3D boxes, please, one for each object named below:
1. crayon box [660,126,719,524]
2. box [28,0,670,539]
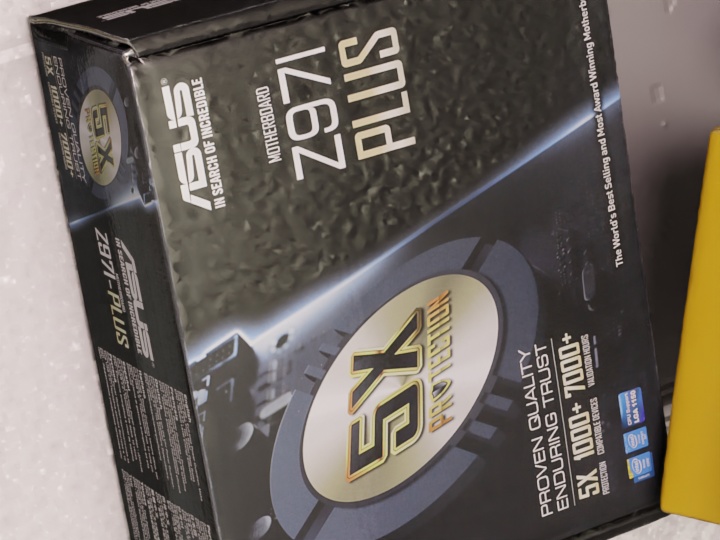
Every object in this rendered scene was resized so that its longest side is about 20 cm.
[{"bbox_3d":[0.153,0.015,0.917,0.200,0.051,0.127,-8,107,-64],"label":"crayon box"},{"bbox_3d":[0.000,0.000,0.870,0.163,0.086,0.201,-16,107,-24],"label":"box"}]
